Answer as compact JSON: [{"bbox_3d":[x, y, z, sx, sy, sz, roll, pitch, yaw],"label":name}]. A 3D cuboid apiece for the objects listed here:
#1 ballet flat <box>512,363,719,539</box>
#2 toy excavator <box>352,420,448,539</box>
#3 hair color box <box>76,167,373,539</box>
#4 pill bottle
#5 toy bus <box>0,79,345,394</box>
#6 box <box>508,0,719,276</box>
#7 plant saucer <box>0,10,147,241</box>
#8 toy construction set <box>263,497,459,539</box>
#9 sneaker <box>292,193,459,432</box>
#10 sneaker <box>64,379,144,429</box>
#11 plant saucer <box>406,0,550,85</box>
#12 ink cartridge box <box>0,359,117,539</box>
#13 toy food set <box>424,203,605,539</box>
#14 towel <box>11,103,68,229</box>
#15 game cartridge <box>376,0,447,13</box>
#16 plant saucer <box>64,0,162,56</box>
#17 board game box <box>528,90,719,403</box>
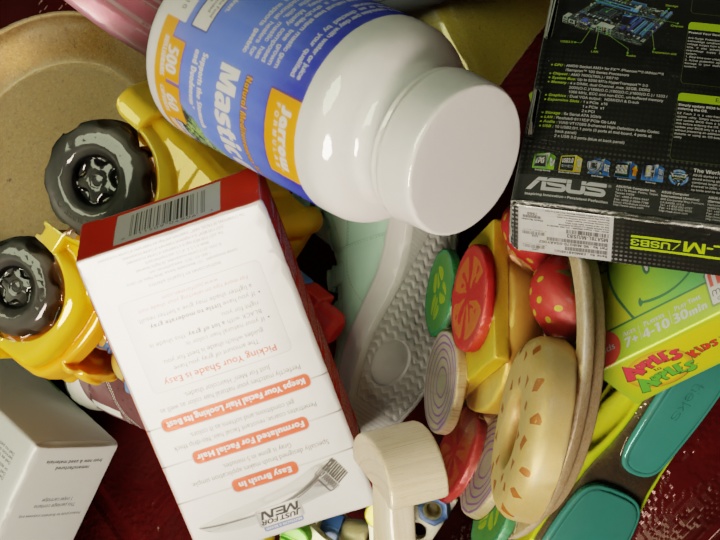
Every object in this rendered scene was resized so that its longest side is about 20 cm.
[{"bbox_3d":[0.138,0.111,1.106,0.200,0.067,0.067,-56,36,5],"label":"ballet flat"},{"bbox_3d":[0.034,0.212,1.073,0.195,0.099,0.200,101,150,-48],"label":"toy excavator"},{"bbox_3d":[-0.074,0.054,1.096,0.110,0.064,0.201,-18,112,4],"label":"hair color box"},{"bbox_3d":[-0.014,-0.092,1.028,0.200,0.112,0.112,30,95,40],"label":"pill bottle"},{"bbox_3d":[-0.113,0.013,1.176,0.192,0.136,0.200,41,106,12],"label":"toy bus"},{"bbox_3d":[0.191,-0.087,1.030,0.199,0.048,0.194,7,53,9],"label":"box"},{"bbox_3d":[-0.218,-0.085,1.353,0.199,0.035,0.201,-7,67,17],"label":"plant saucer"},{"bbox_3d":[-0.017,0.217,1.161,0.130,0.092,0.201,8,90,8],"label":"toy construction set"},{"bbox_3d":[0.000,0.000,1.213,0.118,0.074,0.201,17,96,48],"label":"sneaker"},{"bbox_3d":[-0.114,0.018,1.280,0.115,0.076,0.201,27,104,29],"label":"sneaker"},{"bbox_3d":[0.025,-0.172,1.173,0.199,0.049,0.200,2,36,32],"label":"plant saucer"},{"bbox_3d":[-0.272,0.164,1.314,0.146,0.083,0.201,37,108,32],"label":"ink cartridge box"},{"bbox_3d":[0.081,0.056,1.075,0.198,0.048,0.201,130,143,-63],"label":"toy food set"},{"bbox_3d":[-0.275,0.002,1.400,0.192,0.034,0.201,-24,68,25],"label":"towel"},{"bbox_3d":[0.045,-0.210,1.138,0.133,0.042,0.200,-19,30,11],"label":"game cartridge"},{"bbox_3d":[-0.162,-0.209,1.279,0.051,0.200,0.201,-50,58,13],"label":"plant saucer"},{"bbox_3d":[0.165,-0.038,1.082,0.101,0.048,0.201,-29,50,25],"label":"board game box"}]
